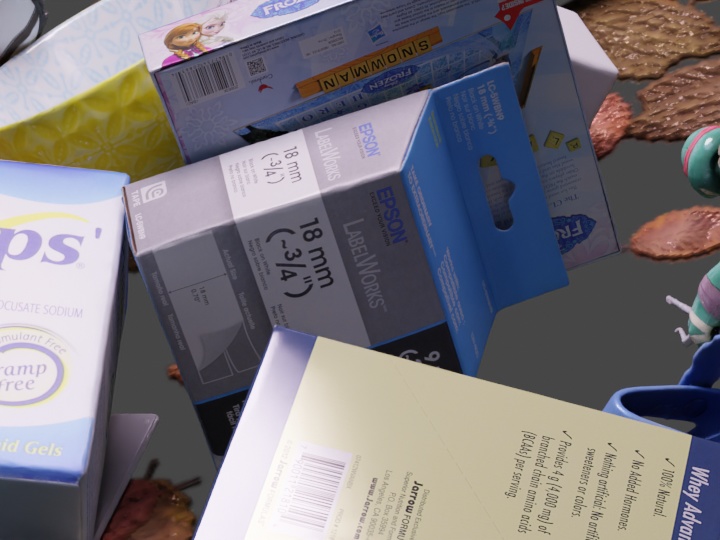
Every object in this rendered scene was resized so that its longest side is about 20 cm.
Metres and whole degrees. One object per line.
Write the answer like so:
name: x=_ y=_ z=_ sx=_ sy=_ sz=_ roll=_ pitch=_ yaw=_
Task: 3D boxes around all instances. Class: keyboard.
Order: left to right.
keyboard: x=-0.157 y=0.138 z=1.399 sx=0.056 sy=0.011 sz=0.200 roll=3 pitch=41 yaw=20

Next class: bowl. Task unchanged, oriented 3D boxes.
bowl: x=-0.113 y=-0.085 z=1.571 sx=0.200 sy=0.108 sz=0.200 roll=-27 pitch=18 yaw=9

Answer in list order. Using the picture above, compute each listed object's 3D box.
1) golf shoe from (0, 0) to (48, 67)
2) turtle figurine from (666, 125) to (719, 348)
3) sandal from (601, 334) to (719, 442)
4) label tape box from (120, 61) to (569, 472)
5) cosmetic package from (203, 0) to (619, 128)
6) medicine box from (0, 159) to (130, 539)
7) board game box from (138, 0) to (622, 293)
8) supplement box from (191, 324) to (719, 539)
golf shoe: x=-0.237 y=-0.120 z=1.653 sx=0.078 sy=0.200 sz=0.095 roll=29 pitch=64 yaw=3
turtle figurine: x=0.214 y=-0.019 z=1.372 sx=0.150 sy=0.101 sz=0.200 roll=-37 pitch=45 yaw=-24
sandal: x=0.122 y=0.087 z=1.277 sx=0.200 sy=0.087 sz=0.080 roll=-25 pitch=38 yaw=-5
label tape box: x=0.000 y=0.000 z=1.394 sx=0.200 sy=0.144 sz=0.063 roll=-18 pitch=35 yaw=1
cosmetic package: x=0.021 y=-0.105 z=1.472 sx=0.200 sy=0.102 sz=0.074 roll=17 pitch=26 yaw=-29
medicine box: x=-0.210 y=0.046 z=1.369 sx=0.182 sy=0.103 sz=0.200 roll=5 pitch=47 yaw=-2
board game box: x=0.014 y=-0.062 z=1.423 sx=0.200 sy=0.200 sz=0.041 roll=-19 pitch=36 yaw=-2
supplement box: x=0.029 y=0.155 z=1.128 sx=0.199 sy=0.134 sz=0.200 roll=15 pitch=42 yaw=5
